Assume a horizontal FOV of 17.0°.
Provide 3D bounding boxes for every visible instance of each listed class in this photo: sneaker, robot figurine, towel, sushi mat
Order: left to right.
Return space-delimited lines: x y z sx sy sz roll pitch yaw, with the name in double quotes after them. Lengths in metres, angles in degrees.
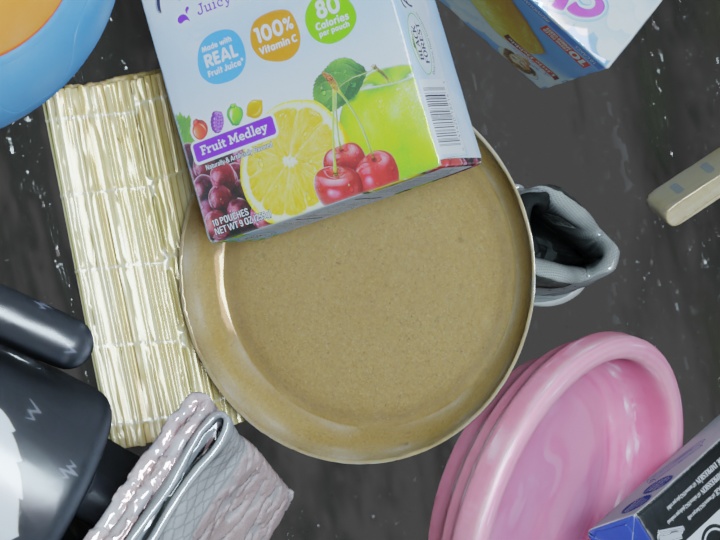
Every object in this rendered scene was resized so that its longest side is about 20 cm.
-0.204 0.091 1.208 0.200 0.125 0.150 29 66 -12 "robot figurine"
-0.109 0.168 1.206 0.032 0.191 0.200 32 78 17 "towel"
-0.108 -0.009 1.299 0.096 0.012 0.200 -11 91 -17 "sushi mat"
0.049 -0.036 1.290 0.200 0.115 0.075 15 83 -14 "sneaker"

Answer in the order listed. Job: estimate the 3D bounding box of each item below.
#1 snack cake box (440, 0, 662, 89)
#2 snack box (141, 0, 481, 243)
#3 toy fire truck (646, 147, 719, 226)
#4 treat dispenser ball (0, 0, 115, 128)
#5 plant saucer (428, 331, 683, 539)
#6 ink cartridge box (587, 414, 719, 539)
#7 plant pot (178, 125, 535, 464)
0.062 -0.191 1.303 0.200 0.115 0.067 40 78 -9 "snack cake box"
-0.035 -0.128 1.219 0.142 0.053 0.200 -18 86 28 "snack box"
0.251 -0.066 1.317 0.200 0.176 0.129 11 85 -14 "toy fire truck"
-0.216 -0.162 1.179 0.201 0.201 0.201 1 87 -15 "treat dispenser ball"
0.099 0.125 1.285 0.200 0.051 0.201 -28 127 -45 "plant saucer"
0.218 0.126 1.324 0.200 0.044 0.094 -36 95 -40 "ink cartridge box"
0.000 0.000 1.260 0.200 0.027 0.200 1 94 22 "plant pot"
